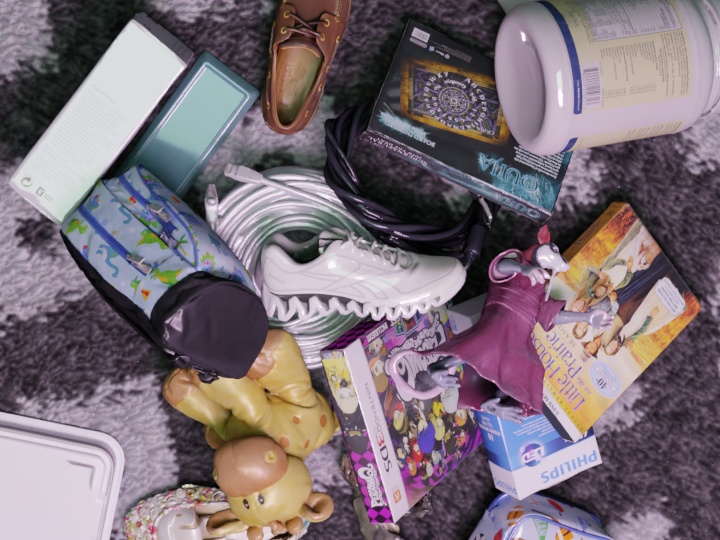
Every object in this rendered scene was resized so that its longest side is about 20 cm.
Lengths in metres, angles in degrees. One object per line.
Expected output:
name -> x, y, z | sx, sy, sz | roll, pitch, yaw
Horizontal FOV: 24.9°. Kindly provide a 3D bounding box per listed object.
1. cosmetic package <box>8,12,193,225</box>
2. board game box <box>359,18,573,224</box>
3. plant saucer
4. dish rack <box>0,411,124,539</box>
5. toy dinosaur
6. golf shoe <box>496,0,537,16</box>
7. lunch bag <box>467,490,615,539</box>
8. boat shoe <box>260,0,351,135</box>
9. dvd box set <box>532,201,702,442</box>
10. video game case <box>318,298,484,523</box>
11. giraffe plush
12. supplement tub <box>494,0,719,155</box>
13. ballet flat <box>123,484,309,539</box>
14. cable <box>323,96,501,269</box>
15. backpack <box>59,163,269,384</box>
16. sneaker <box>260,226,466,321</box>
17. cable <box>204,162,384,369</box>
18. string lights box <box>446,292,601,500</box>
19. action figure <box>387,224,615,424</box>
cosmetic package -> -0.248, -0.148, 1.571 | 0.074, 0.102, 0.200 | 39, 100, -10
board game box -> 0.112, -0.145, 1.583 | 0.199, 0.028, 0.136 | 25, 66, -6
plant saucer -> -0.186, -0.118, 1.622 | 0.070, 0.019, 0.200 | 36, 100, -9
dish rack -> -0.355, 0.238, 1.686 | 0.199, 0.044, 0.172 | 12, 101, -5
toy dinosaur -> 0.036, 0.273, 1.705 | 0.088, 0.047, 0.201 | -10, 104, 15
golf shoe -> 0.156, -0.315, 1.549 | 0.077, 0.095, 0.201 | -14, 105, 0
lunch bag -> 0.173, 0.335, 1.698 | 0.160, 0.076, 0.200 | 22, 104, -28
boat shoe -> -0.051, -0.227, 1.575 | 0.072, 0.068, 0.201 | 13, 102, -5
dvd box set -> 0.233, 0.051, 1.622 | 0.200, 0.029, 0.146 | -43, 108, -16
video game case -> 0.048, 0.123, 1.601 | 0.036, 0.200, 0.182 | -6, 106, 36
giraffe plush -> -0.098, 0.178, 1.595 | 0.200, 0.163, 0.172 | 32, 134, -25
supplement tub -> 0.242, -0.193, 1.538 | 0.199, 0.145, 0.146 | -11, 104, -16
ballet flat -> -0.149, 0.261, 1.686 | 0.199, 0.064, 0.076 | -7, 104, 0
cable -> 0.053, -0.098, 1.587 | 0.200, 0.051, 0.163 | 34, 71, -12
backpack -> -0.189, -0.004, 1.525 | 0.200, 0.163, 0.154 | 25, 85, 30
sneaker -> 0.000, 0.000, 1.539 | 0.199, 0.075, 0.081 | -3, 115, 6
cable -> -0.066, -0.004, 1.626 | 0.199, 0.069, 0.201 | 9, 103, -5
string lights box -> 0.167, 0.118, 1.650 | 0.102, 0.059, 0.201 | -20, 104, -19
action figure -> 0.140, 0.047, 1.537 | 0.149, 0.200, 0.134 | -6, 139, 40
